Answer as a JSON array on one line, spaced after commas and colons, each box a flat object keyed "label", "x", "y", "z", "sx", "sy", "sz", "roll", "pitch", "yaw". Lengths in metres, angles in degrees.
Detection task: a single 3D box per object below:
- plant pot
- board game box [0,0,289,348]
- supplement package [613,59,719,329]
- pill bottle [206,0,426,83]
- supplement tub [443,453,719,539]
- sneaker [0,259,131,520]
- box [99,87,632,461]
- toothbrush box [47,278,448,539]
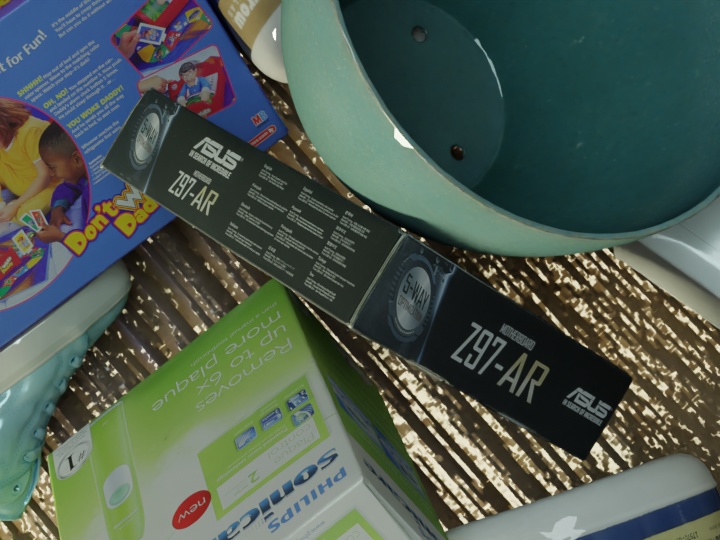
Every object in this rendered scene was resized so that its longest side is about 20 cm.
[{"label": "plant pot", "x": 0.048, "y": -0.091, "z": 0.860, "sx": 0.199, "sy": 0.135, "sz": 0.201, "roll": 8, "pitch": 71, "yaw": -24}, {"label": "board game box", "x": -0.150, "y": -0.062, "z": 0.992, "sx": 0.200, "sy": 0.045, "sz": 0.135, "roll": -37, "pitch": 122, "yaw": -9}, {"label": "supplement package", "x": 0.242, "y": -0.041, "z": 0.936, "sx": 0.191, "sy": 0.147, "sz": 0.200, "roll": 35, "pitch": 90, "yaw": 10}, {"label": "pill bottle", "x": -0.029, "y": -0.162, "z": 1.006, "sx": 0.116, "sy": 0.116, "sz": 0.200, "roll": -40, "pitch": 80, "yaw": 4}, {"label": "supplement tub", "x": 0.117, "y": 0.194, "z": 0.938, "sx": 0.144, "sy": 0.144, "sz": 0.201, "roll": -19, "pitch": 82, "yaw": 7}, {"label": "sneaker", "x": -0.180, "y": 0.075, "z": 1.045, "sx": 0.200, "sy": 0.074, "sz": 0.082, "roll": -41, "pitch": 117, "yaw": -4}, {"label": "box", "x": 0.000, "y": 0.000, "z": 0.923, "sx": 0.200, "sy": 0.160, "sz": 0.044, "roll": 31, "pitch": 90, "yaw": 49}, {"label": "toothbrush box", "x": -0.051, "y": 0.112, "z": 0.940, "sx": 0.145, "sy": 0.200, "sz": 0.086, "roll": -38, "pitch": 118, "yaw": 6}]
